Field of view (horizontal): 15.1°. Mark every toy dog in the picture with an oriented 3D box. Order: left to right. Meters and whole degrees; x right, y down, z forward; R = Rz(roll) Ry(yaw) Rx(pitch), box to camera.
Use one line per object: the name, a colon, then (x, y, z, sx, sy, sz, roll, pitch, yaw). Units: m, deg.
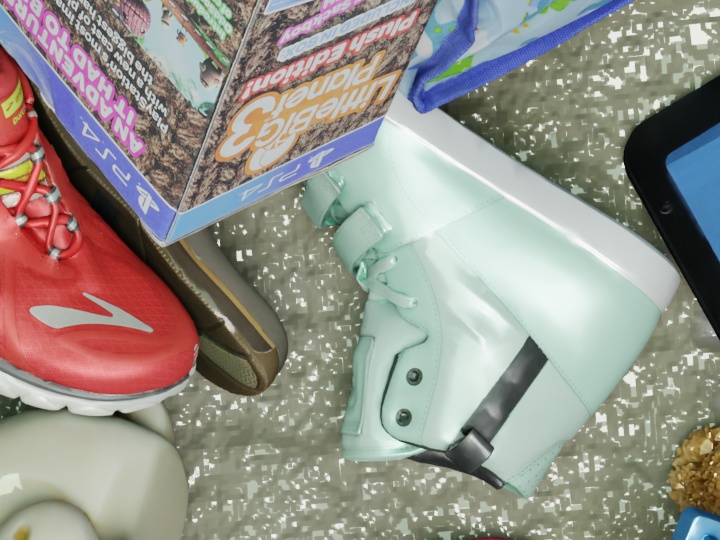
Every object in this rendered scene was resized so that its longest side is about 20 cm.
toy dog: (-0.167, 0.109, 0.945, 0.199, 0.140, 0.195, 1, 75, 8)

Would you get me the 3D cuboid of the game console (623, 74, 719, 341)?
game console: (0.186, -0.046, 0.889, 0.116, 0.176, 0.200, -9, 48, -18)

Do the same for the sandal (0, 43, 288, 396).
sandal: (-0.083, -0.046, 0.983, 0.055, 0.082, 0.200, -37, 83, -19)

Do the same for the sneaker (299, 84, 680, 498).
sneaker: (0.000, 0.000, 0.963, 0.200, 0.074, 0.119, 31, 82, 7)

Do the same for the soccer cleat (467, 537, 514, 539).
soccer cleat: (0.018, 0.177, 0.922, 0.070, 0.200, 0.087, 12, 130, 16)

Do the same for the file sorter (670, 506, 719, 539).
file sorter: (0.182, 0.183, 0.858, 0.199, 0.123, 0.139, 20, 95, -12)

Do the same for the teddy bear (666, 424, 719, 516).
teddy bear: (0.204, 0.053, 0.938, 0.199, 0.067, 0.146, -10, 80, 5)

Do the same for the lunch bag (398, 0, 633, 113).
lunch bag: (0.061, -0.180, 0.950, 0.200, 0.128, 0.170, -28, 76, -29)

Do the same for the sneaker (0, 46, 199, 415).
sneaker: (-0.132, -0.032, 0.934, 0.200, 0.077, 0.085, 42, 135, 3)

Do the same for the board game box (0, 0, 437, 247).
board game box: (-0.049, -0.139, 0.853, 0.097, 0.200, 0.160, -26, 67, -35)
